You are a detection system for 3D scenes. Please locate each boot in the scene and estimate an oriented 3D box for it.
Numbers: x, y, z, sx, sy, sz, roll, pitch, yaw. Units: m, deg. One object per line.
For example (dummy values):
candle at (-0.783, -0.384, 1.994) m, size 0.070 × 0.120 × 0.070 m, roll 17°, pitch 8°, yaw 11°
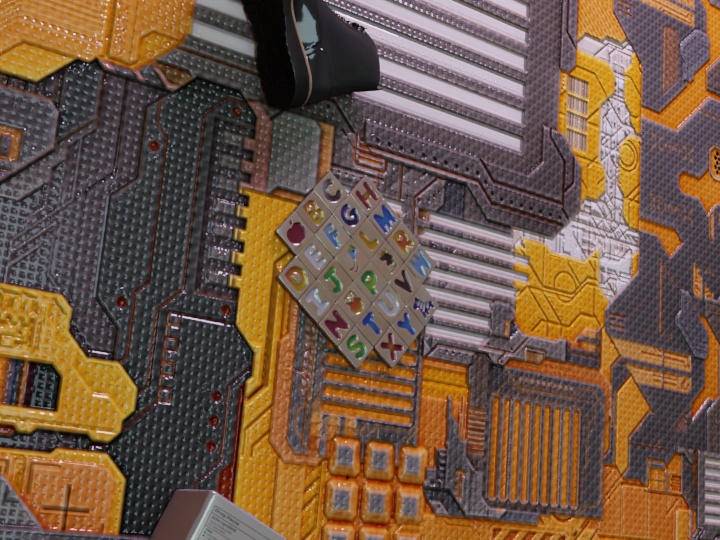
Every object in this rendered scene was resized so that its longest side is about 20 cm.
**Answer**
boot at (-0.047, -0.276, 1.143) m, size 0.138 × 0.077 × 0.200 m, roll -14°, pitch 103°, yaw -41°

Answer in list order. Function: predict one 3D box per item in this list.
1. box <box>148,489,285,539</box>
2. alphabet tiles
box at (-0.158, 0.301, 0.947) m, size 0.095 × 0.078 × 0.200 m, roll 40°, pitch 61°, yaw -23°
alphabet tiles at (0.000, 0.000, 1.160) m, size 0.200 × 0.006 × 0.166 m, roll 50°, pitch 58°, yaw -17°
